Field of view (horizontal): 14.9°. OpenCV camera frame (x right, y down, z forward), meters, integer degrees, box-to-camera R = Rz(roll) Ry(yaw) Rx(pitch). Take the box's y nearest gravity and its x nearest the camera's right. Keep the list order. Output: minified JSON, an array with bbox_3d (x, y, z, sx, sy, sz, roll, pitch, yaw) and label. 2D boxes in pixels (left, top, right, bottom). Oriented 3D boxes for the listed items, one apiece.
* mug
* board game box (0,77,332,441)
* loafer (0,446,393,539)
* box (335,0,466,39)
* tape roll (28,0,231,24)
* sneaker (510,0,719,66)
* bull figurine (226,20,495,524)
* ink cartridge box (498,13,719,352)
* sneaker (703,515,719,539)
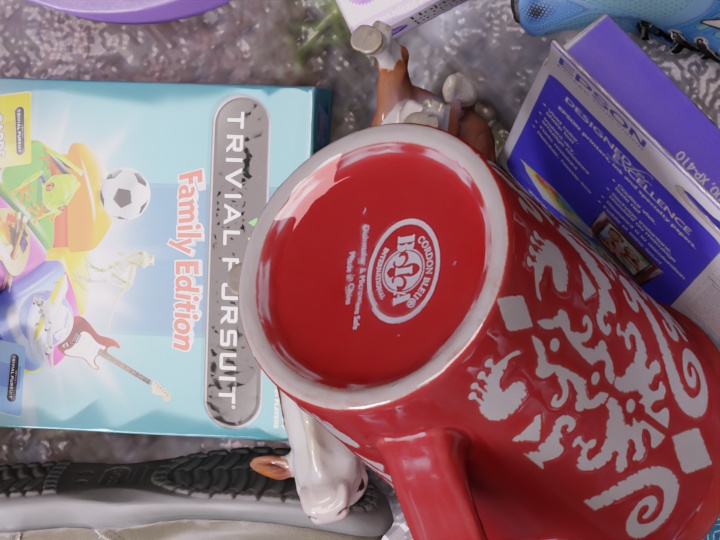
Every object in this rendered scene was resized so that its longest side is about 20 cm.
[{"bbox_3d":[0.057,0.049,1.022,0.133,0.200,0.178,-36,55,9],"label":"mug"},{"bbox_3d":[-0.115,-0.007,1.198,0.198,0.047,0.152,2,92,9],"label":"board game box"},{"bbox_3d":[-0.082,0.120,1.190,0.199,0.075,0.070,-1,103,13],"label":"loafer"},{"bbox_3d":[0.080,-0.156,1.168,0.199,0.039,0.042,-26,86,9],"label":"box"},{"bbox_3d":[-0.103,-0.208,1.183,0.199,0.066,0.202,0,92,10],"label":"tape roll"},{"bbox_3d":[0.160,-0.100,1.138,0.198,0.078,0.091,2,95,9],"label":"sneaker"},{"bbox_3d":[0.000,0.000,1.126,0.065,0.122,0.201,15,67,17],"label":"bull figurine"},{"bbox_3d":[0.144,-0.008,1.080,0.043,0.200,0.198,-43,85,-8],"label":"ink cartridge box"},{"bbox_3d":[0.188,0.130,1.136,0.200,0.081,0.077,41,95,5],"label":"sneaker"}]
